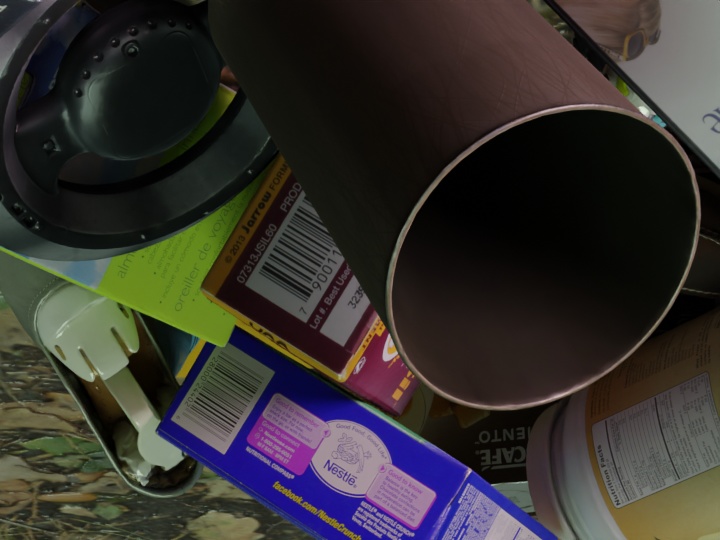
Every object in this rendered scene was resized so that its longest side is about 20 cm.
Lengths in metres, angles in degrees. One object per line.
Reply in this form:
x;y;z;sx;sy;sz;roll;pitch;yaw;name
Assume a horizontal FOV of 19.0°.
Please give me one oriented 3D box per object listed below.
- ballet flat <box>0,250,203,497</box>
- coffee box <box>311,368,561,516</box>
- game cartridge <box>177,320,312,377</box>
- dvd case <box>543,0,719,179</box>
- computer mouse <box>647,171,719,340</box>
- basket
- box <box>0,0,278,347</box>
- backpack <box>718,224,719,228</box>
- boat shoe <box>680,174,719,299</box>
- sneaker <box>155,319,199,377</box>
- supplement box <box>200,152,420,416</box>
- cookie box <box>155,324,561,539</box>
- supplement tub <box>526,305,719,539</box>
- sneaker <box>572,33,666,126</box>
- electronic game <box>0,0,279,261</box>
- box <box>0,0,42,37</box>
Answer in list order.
-0.130;0.046;1.137;0.067;0.064;0.201;-30;133;-7;ballet flat
0.058;0.104;1.417;0.198;0.115;0.080;-6;155;15;coffee box
-0.067;0.018;1.332;0.198;0.033;0.177;-5;156;6;game cartridge
0.136;-0.129;0.884;0.200;0.018;0.142;43;142;-11;dvd case
0.181;-0.003;1.263;0.137;0.053;0.201;3;144;-2;computer mouse
0.027;-0.066;0.891;0.136;0.200;0.180;-38;144;2;basket
-0.119;-0.051;1.054;0.048;0.123;0.199;24;178;45;box
0.259;-0.007;1.059;0.161;0.202;0.168;-7;156;17;backpack
0.134;-0.023;1.140;0.199;0.071;0.070;22;136;-22;boat shoe
-0.148;0.002;1.185;0.078;0.090;0.200;-13;135;27;sneaker
0.000;0.000;1.099;0.085;0.111;0.200;32;177;13;supplement box
0.005;0.120;1.179;0.170;0.076;0.200;30;174;25;cookie box
0.207;0.099;1.230;0.144;0.145;0.199;20;144;-38;supplement tub
0.150;-0.097;1.018;0.079;0.078;0.200;-4;157;-13;sneaker
-0.101;-0.087;0.966;0.199;0.042;0.201;-22;138;-21;electronic game
-0.253;-0.144;0.853;0.199;0.118;0.196;15;152;-34;box
